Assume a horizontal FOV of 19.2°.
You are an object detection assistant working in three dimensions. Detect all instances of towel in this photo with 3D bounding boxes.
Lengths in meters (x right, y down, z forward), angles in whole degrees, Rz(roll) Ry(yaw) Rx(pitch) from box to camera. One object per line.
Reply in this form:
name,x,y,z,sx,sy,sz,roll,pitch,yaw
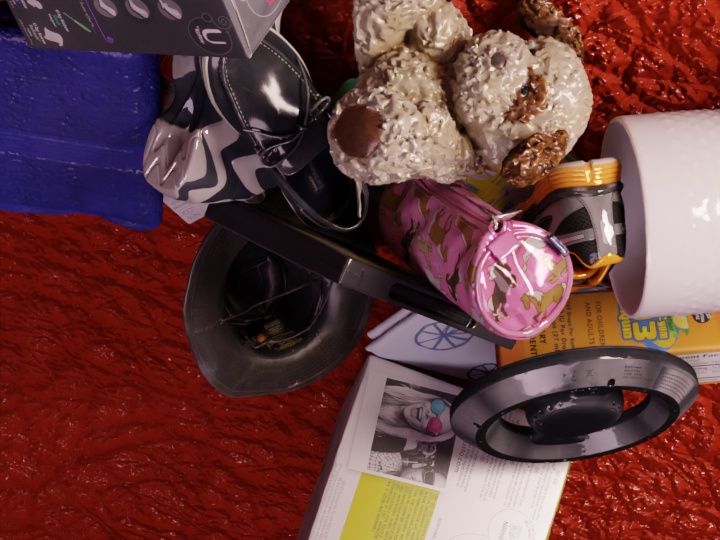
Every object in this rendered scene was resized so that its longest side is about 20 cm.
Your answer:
towel,-0.223,-0.120,1.639,0.147,0.050,0.201,8,139,3

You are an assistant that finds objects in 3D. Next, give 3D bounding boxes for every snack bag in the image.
snack bag,0.135,0.045,1.773,0.199,0.022,0.188,17,143,-31

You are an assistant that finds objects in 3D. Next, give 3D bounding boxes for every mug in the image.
mug,0.273,-0.037,1.575,0.174,0.149,0.200,-5,162,-6

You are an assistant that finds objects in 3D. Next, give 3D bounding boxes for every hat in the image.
hat,-0.080,0.004,1.782,0.081,0.200,0.201,42,166,49

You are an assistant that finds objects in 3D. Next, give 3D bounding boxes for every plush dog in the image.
plush dog,0.080,-0.117,1.520,0.171,0.201,0.161,1,146,13

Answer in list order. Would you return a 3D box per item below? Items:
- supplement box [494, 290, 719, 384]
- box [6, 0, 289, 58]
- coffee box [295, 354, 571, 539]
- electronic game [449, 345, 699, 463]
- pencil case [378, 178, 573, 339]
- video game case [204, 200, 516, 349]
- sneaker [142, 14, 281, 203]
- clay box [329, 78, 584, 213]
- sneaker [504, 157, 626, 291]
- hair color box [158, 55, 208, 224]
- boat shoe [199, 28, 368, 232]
supplement box,0.208,0.056,1.714,0.199,0.067,0.069,-5,148,1
box,-0.148,-0.228,1.494,0.199,0.123,0.106,7,138,31
coffee box,0.056,0.220,1.856,0.197,0.201,0.200,19,162,-2
electronic game,0.169,0.105,1.686,0.199,0.042,0.200,-5,155,-2
pencil case,0.080,-0.019,1.550,0.082,0.200,0.087,17,99,-25
video game case,0.000,0.000,1.647,0.180,0.026,0.200,22,-177,-38
sneaker,-0.074,-0.139,1.606,0.079,0.200,0.129,18,-178,43
clay box,0.060,-0.088,1.661,0.199,0.048,0.115,29,141,-12
sneaker,0.151,-0.018,1.575,0.078,0.078,0.200,-11,165,-8
hair color box,-0.162,-0.135,1.678,0.111,0.064,0.200,-25,125,39
boat shoe,-0.050,-0.103,1.547,0.062,0.075,0.200,37,162,52
